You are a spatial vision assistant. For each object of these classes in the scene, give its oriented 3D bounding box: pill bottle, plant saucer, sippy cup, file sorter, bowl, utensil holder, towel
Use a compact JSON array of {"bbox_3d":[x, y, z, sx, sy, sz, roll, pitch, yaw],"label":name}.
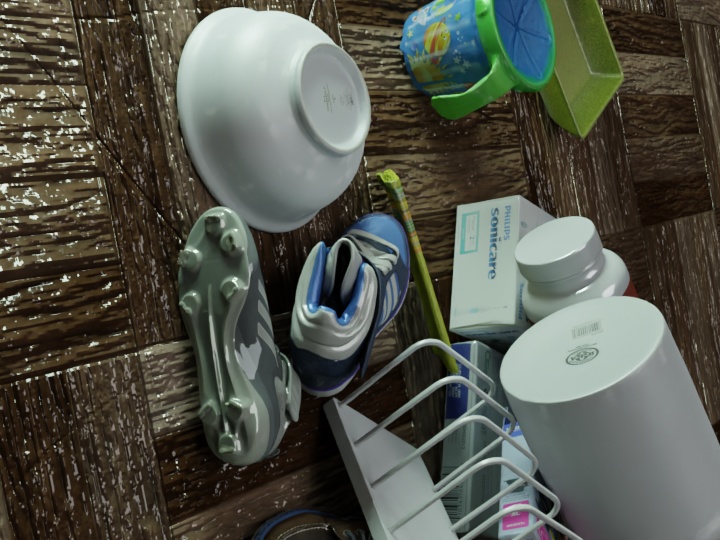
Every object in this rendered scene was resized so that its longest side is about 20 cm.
[{"bbox_3d":[0.232,0.050,1.105,0.200,0.112,0.112,62,41,-24],"label":"pill bottle"},{"bbox_3d":[0.268,-0.297,1.420,0.200,0.048,0.200,-49,121,-46],"label":"plant saucer"},{"bbox_3d":[0.119,-0.242,1.143,0.178,0.130,0.140,-30,105,-52],"label":"sippy cup"},{"bbox_3d":[0.081,0.178,0.929,0.139,0.124,0.200,38,18,-42],"label":"file sorter"},{"bbox_3d":[-0.055,-0.137,0.926,0.201,0.090,0.202,15,71,-50],"label":"bowl"},{"bbox_3d":[0.238,0.150,1.001,0.200,0.170,0.170,62,41,-23],"label":"utensil holder"},{"bbox_3d":[0.055,0.000,1.062,0.086,0.018,0.201,-105,177,-79],"label":"towel"}]

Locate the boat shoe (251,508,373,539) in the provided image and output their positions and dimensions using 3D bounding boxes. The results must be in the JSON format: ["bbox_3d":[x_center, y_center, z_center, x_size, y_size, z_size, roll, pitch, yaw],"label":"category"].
[{"bbox_3d":[-0.010,0.236,0.912,0.200,0.072,0.073,9,74,-52],"label":"boat shoe"}]

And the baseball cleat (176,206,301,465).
[{"bbox_3d":[-0.095,0.052,0.863,0.106,0.069,0.201,5,83,-66],"label":"baseball cleat"}]

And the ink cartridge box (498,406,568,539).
[{"bbox_3d":[0.172,0.234,1.058,0.200,0.042,0.120,-78,148,-61],"label":"ink cartridge box"}]

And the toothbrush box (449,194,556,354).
[{"bbox_3d":[0.191,0.019,1.216,0.200,0.085,0.147,24,65,-49],"label":"toothbrush box"}]

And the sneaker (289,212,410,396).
[{"bbox_3d":[0.000,0.000,0.919,0.147,0.080,0.200,102,11,-58],"label":"sneaker"}]

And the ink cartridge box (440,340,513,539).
[{"bbox_3d":[0.153,0.195,1.164,0.200,0.043,0.197,29,60,-50],"label":"ink cartridge box"}]
